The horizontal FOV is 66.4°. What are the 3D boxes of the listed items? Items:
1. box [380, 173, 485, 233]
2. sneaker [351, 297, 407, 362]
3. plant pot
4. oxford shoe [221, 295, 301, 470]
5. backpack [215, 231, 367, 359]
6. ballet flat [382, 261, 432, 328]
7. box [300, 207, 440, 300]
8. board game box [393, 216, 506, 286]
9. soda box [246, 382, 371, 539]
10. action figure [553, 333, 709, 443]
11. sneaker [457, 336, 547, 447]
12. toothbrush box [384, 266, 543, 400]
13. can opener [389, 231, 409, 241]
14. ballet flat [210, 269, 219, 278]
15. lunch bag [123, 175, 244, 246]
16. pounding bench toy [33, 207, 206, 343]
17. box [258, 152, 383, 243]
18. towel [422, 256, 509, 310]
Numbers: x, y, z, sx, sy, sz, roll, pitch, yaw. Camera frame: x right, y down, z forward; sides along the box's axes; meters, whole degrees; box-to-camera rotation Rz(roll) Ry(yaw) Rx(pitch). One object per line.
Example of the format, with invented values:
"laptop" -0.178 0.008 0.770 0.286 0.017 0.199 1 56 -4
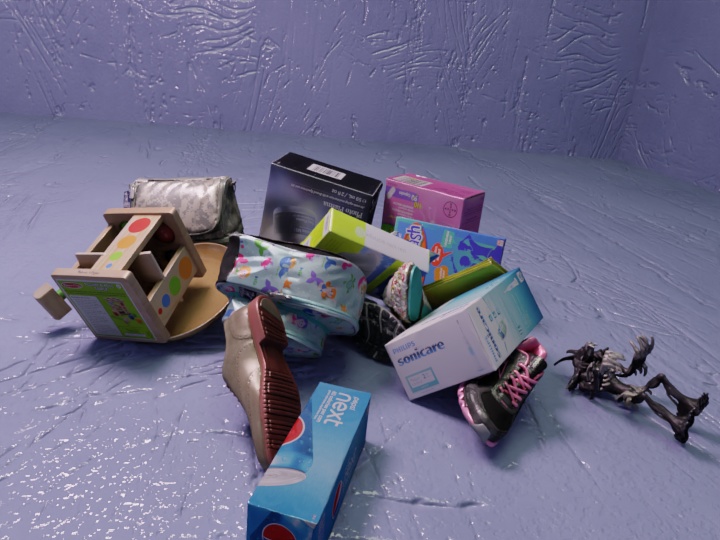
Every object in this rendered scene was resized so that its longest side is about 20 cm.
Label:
"box" 0.132 -0.069 1.080 0.173 0.206 0.096 21 26 32
"sneaker" 0.015 0.075 0.867 0.197 0.080 0.085 26 20 35
"plant pot" -0.273 0.035 0.852 0.194 0.028 0.203 -9 43 8
"oxford shoe" -0.118 0.134 0.633 0.073 0.070 0.204 -24 56 18
"backpack" -0.091 0.039 0.769 0.194 0.155 0.178 6 -19 6
"ballet flat" 0.067 0.051 0.834 0.062 0.201 0.077 9 63 21
"box" 0.013 -0.015 0.849 0.196 0.122 0.049 21 55 -23
"board game box" 0.146 -0.001 0.976 0.194 0.157 0.045 12 8 18
"soda box" -0.044 0.197 0.556 0.066 0.066 0.200 11 21 11
"action figure" 0.368 0.142 0.764 0.117 0.105 0.198 -25 37 -33
"sneaker" 0.190 0.141 0.698 0.080 0.095 0.199 51 32 2
"toothbrush box" 0.149 0.084 0.768 0.145 0.087 0.198 -30 -4 37
"can opener" 0.000 0.000 0.942 0.067 0.198 0.052 55 30 3
"ballet flat" -0.157 0.033 0.908 0.194 0.070 0.076 9 -21 0
"lunch bag" -0.316 -0.086 1.006 0.193 0.173 0.140 -2 15 3
"pounding bench toy" -0.353 -0.003 0.801 0.194 0.126 0.158 1 44 17
"box" -0.080 -0.089 1.044 0.194 0.203 0.124 17 23 5
"towel" 0.149 0.032 0.889 0.197 0.019 0.085 -25 -37 38
